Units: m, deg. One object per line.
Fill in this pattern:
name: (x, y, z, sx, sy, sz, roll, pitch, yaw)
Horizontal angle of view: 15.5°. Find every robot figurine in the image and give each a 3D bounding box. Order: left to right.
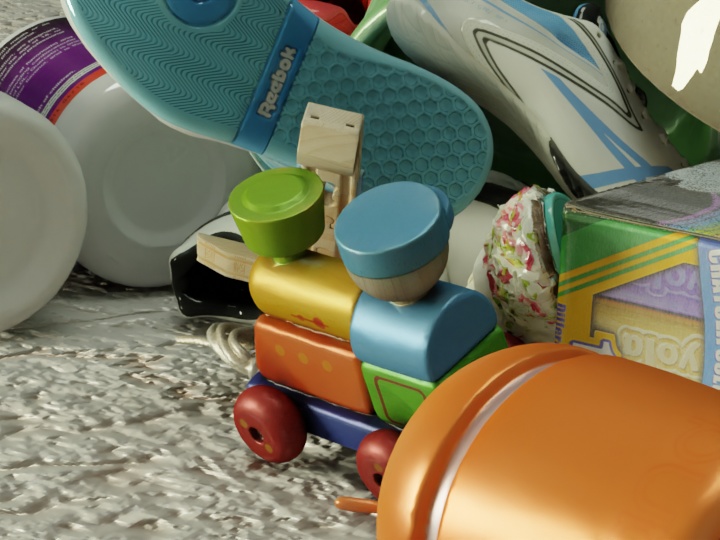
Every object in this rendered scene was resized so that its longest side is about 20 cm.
robot figurine: (0.087, 0.088, 0.825, 0.200, 0.144, 0.117, 19, -16, 46)

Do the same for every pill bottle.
pill bottle: (-0.219, -0.046, 1.267, 0.114, 0.115, 0.200, -6, 18, -28)
pill bottle: (-0.135, -0.068, 1.359, 0.112, 0.113, 0.200, -5, 17, -24)

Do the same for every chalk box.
chalk box: (0.186, 0.042, 0.996, 0.200, 0.124, 0.124, 15, 19, 37)

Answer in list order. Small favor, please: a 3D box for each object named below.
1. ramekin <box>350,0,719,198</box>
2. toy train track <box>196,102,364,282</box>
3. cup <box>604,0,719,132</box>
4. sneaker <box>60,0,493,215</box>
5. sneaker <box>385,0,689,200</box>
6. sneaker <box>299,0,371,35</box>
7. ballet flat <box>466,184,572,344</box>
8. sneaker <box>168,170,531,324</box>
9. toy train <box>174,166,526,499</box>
ramekin: (0.087, -0.086, 1.255, 0.199, 0.200, 0.098, 5, 41, 9)
toy train track: (-0.017, -0.004, 1.110, 0.114, 0.033, 0.200, 14, -28, 4)
cup: (0.220, -0.145, 1.105, 0.200, 0.143, 0.200, 13, 33, -9)
sneaker: (-0.048, -0.080, 1.142, 0.200, 0.080, 0.131, 32, -7, -12)
sneaker: (0.100, -0.066, 1.131, 0.200, 0.072, 0.072, 44, -5, 0)
sneaker: (-0.002, -0.129, 1.367, 0.077, 0.085, 0.200, 8, 19, 10)
ballet flat: (0.080, 0.017, 1.102, 0.064, 0.076, 0.200, -13, -19, 18)
sneaker: (0.000, 0.000, 1.213, 0.200, 0.074, 0.080, -5, 16, 34)
toy train: (-0.026, 0.009, 1.054, 0.200, 0.116, 0.085, 17, 45, 42)
